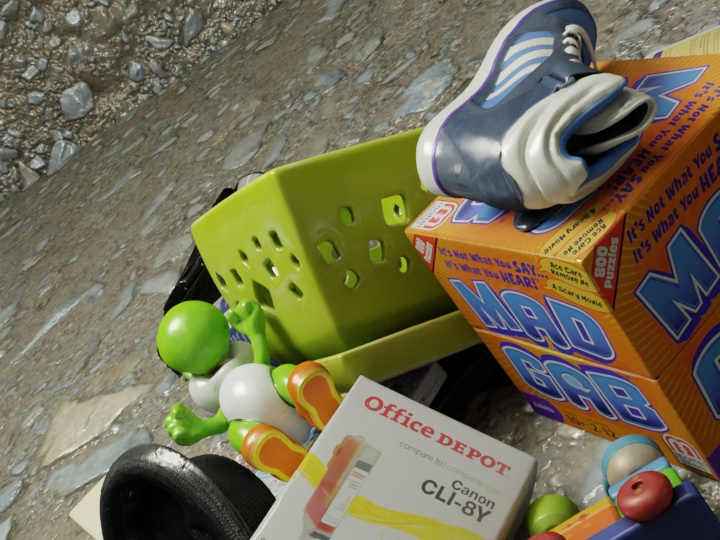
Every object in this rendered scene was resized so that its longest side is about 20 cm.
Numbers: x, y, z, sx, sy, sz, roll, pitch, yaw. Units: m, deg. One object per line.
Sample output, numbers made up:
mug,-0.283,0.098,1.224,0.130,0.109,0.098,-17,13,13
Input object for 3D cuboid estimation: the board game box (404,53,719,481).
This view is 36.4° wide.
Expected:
board game box,0.199,-0.012,0.780,0.200,0.200,0.200,-45,25,-17

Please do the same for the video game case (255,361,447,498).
video game case,-0.030,0.165,0.958,0.200,0.024,0.182,-22,26,54

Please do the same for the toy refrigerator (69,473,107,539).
toy refrigerator,-0.190,0.248,1.007,0.070,0.076,0.200,-47,25,-20

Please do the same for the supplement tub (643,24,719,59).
supplement tub,0.338,-0.140,0.883,0.200,0.145,0.145,-18,31,36

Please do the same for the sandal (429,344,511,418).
sandal,0.111,0.076,0.943,0.200,0.048,0.075,-48,21,10

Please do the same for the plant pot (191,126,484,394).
plant pot,0.000,0.000,0.918,0.199,0.182,0.200,-18,-3,-28

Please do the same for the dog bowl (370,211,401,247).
dog bowl,0.063,-0.078,1.237,0.200,0.059,0.200,-32,19,13

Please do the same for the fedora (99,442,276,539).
fedora,-0.112,0.216,0.858,0.200,0.201,0.092,-15,8,41

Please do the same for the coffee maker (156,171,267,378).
coffee maker,-0.162,-0.003,1.339,0.192,0.135,0.200,-26,26,26

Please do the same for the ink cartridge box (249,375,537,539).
ink cartridge box,0.012,0.190,0.739,0.145,0.083,0.200,24,56,17

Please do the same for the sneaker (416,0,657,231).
sneaker,0.142,-0.111,0.708,0.146,0.081,0.200,8,46,47

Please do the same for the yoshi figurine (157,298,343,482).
yoshi figurine,-0.104,0.081,0.863,0.112,0.112,0.200,-7,17,-32

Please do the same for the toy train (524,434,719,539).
toy train,0.123,0.184,0.693,0.200,0.085,0.116,-34,14,9

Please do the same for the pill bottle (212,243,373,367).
pill bottle,-0.071,0.037,1.114,0.200,0.111,0.111,-40,18,39
